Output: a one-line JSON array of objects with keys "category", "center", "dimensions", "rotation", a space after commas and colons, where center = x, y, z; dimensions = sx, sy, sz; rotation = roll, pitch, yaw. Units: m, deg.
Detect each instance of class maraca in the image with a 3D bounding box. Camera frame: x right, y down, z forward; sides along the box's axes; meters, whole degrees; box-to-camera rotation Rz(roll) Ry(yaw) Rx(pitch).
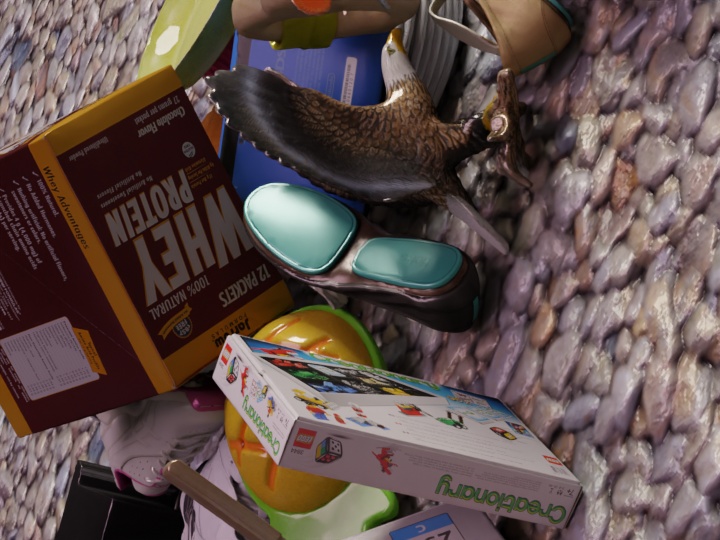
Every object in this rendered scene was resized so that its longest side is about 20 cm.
[{"category": "maraca", "center": [-0.032, 0.118, 1.622], "dimensions": [0.137, 0.107, 0.200], "rotation": [-30, 57, 31]}]

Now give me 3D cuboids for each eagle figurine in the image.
[{"category": "eagle figurine", "center": [0.011, -0.090, 1.568], "dimensions": [0.151, 0.200, 0.152], "rotation": [-91, -10, -48]}]

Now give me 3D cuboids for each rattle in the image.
[{"category": "rattle", "center": [-0.025, -0.218, 1.531], "dimensions": [0.200, 0.130, 0.143], "rotation": [36, -116, -80]}]

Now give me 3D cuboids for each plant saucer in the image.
[{"category": "plant saucer", "center": [-0.117, -0.219, 1.883], "dimensions": [0.200, 0.031, 0.200], "rotation": [-52, 21, 29]}]

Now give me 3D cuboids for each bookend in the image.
[{"category": "bookend", "center": [-0.170, 0.262, 1.803], "dimensions": [0.199, 0.092, 0.200], "rotation": [6, 80, 64]}]

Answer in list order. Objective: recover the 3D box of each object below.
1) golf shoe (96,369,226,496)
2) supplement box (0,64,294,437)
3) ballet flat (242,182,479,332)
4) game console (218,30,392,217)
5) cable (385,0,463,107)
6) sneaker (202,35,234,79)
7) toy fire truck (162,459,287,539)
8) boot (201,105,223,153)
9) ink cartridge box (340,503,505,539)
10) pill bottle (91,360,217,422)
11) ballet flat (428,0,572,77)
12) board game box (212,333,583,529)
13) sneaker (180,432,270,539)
[{"category": "golf shoe", "center": [-0.138, 0.121, 1.762], "dimensions": [0.200, 0.075, 0.092], "rotation": [-13, 82, 63]}, {"category": "supplement box", "center": [-0.192, -0.011, 1.698], "dimensions": [0.200, 0.133, 0.198], "rotation": [-19, 102, 46]}, {"category": "ballet flat", "center": [0.000, 0.000, 1.614], "dimensions": [0.200, 0.068, 0.068], "rotation": [24, 62, 39]}, {"category": "game console", "center": [-0.042, -0.142, 1.719], "dimensions": [0.170, 0.118, 0.200], "rotation": [12, 101, 22]}, {"category": "cable", "center": [0.000, -0.164, 1.764], "dimensions": [0.200, 0.069, 0.200], "rotation": [-55, 34, 31]}, {"category": "sneaker", "center": [-0.056, -0.229, 1.892], "dimensions": [0.200, 0.081, 0.088], "rotation": [-41, 27, 31]}, {"category": "toy fire truck", "center": [-0.073, 0.222, 1.550], "dimensions": [0.176, 0.128, 0.200], "rotation": [-21, 75, 58]}, {"category": "boot", "center": [-0.092, -0.083, 1.895], "dimensions": [0.201, 0.071, 0.144], "rotation": [-15, 49, 47]}, {"category": "ink cartridge box", "center": [0.010, 0.225, 1.398], "dimensions": [0.176, 0.200, 0.045], "rotation": [-126, 20, -57]}, {"category": "pill bottle", "center": [-0.155, 0.046, 1.884], "dimensions": [0.200, 0.112, 0.112], "rotation": [-33, 47, 52]}, {"category": "ballet flat", "center": [0.058, -0.204, 1.594], "dimensions": [0.063, 0.069, 0.200], "rotation": [-43, 61, -3]}, {"category": "board game box", "center": [0.022, 0.097, 1.429], "dimensions": [0.035, 0.200, 0.126], "rotation": [-68, 27, 13]}, {"category": "sneaker", "center": [-0.080, 0.188, 1.696], "dimensions": [0.115, 0.075, 0.200], "rotation": [-59, 27, 35]}]
